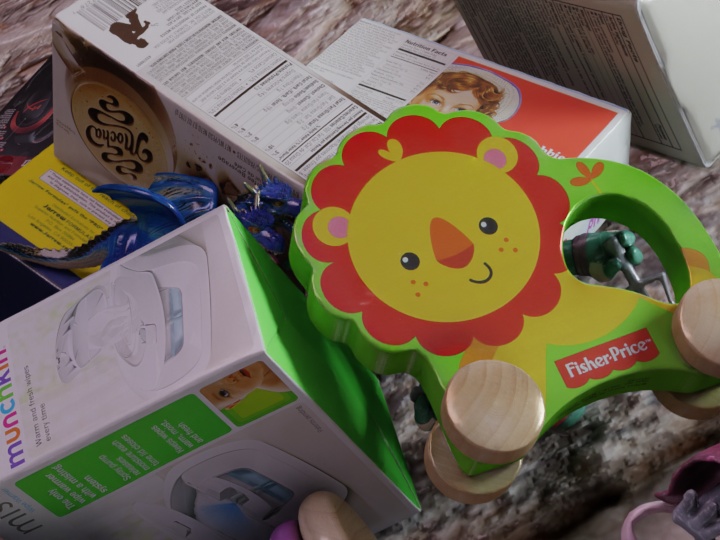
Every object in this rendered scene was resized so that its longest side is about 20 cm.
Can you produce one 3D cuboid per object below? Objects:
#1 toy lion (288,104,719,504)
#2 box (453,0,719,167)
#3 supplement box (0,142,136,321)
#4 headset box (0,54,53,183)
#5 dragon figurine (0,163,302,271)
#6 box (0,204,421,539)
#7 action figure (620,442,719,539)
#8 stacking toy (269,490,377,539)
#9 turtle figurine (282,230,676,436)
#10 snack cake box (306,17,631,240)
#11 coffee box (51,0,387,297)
[{"bbox_3d":[0.073,0.000,0.845,0.198,0.069,0.193,-17,66,-16],"label":"toy lion"},{"bbox_3d":[0.162,-0.165,1.083,0.109,0.128,0.199,-43,35,-16],"label":"box"},{"bbox_3d":[-0.146,-0.026,1.104,0.109,0.109,0.200,33,52,17],"label":"supplement box"},{"bbox_3d":[-0.221,-0.103,1.373,0.148,0.075,0.201,6,50,44],"label":"headset box"},{"bbox_3d":[-0.111,-0.022,0.954,0.199,0.100,0.059,20,23,32],"label":"dragon figurine"},{"bbox_3d":[-0.092,0.085,0.902,0.175,0.200,0.097,-26,53,9],"label":"box"},{"bbox_3d":[0.232,0.071,0.786,0.200,0.134,0.149,-47,-6,-37],"label":"action figure"},{"bbox_3d":[-0.073,0.200,0.875,0.199,0.086,0.086,-36,33,5],"label":"stacking toy"},{"bbox_3d":[0.065,0.026,0.909,0.150,0.200,0.101,-49,-1,-22],"label":"turtle figurine"},{"bbox_3d":[0.049,-0.071,1.046,0.199,0.068,0.115,24,49,29],"label":"snack cake box"},{"bbox_3d":[-0.081,-0.074,1.008,0.199,0.114,0.080,35,52,19],"label":"coffee box"}]
